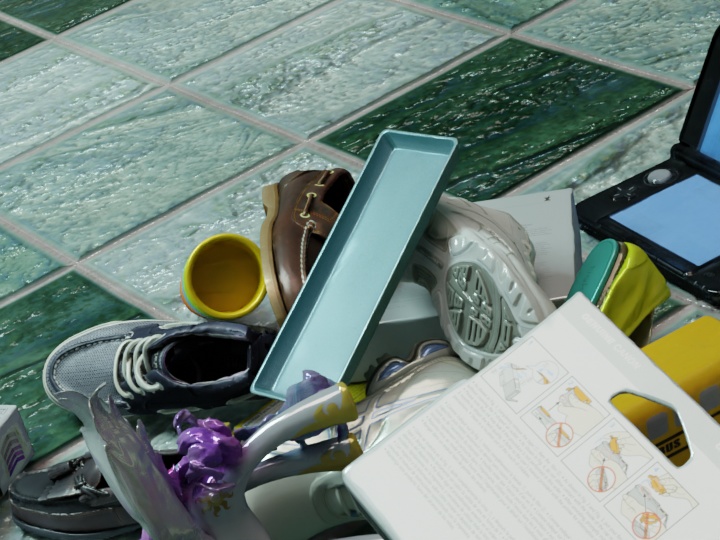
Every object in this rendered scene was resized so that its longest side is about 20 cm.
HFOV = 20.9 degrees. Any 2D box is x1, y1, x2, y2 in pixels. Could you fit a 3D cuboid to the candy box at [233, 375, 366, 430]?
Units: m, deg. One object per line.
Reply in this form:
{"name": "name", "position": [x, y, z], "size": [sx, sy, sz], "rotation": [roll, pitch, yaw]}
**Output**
{"name": "candy box", "position": [0.017, 0.080, 1.367], "size": [0.200, 0.027, 0.102], "rotation": [-34, 32, -33]}

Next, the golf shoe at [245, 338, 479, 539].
{"name": "golf shoe", "position": [0.001, 0.123, 1.225], "size": [0.200, 0.079, 0.097], "rotation": [-37, 36, -10]}

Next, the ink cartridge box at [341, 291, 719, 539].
{"name": "ink cartridge box", "position": [0.114, 0.130, 1.052], "size": [0.173, 0.044, 0.200], "rotation": [-36, 53, -10]}

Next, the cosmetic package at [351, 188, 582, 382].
{"name": "cosmetic package", "position": [0.059, 0.011, 1.392], "size": [0.198, 0.052, 0.151], "rotation": [-8, 33, 10]}

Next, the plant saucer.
{"name": "plant saucer", "position": [0.000, 0.000, 1.255], "size": [0.070, 0.019, 0.201], "rotation": [11, 69, 43]}

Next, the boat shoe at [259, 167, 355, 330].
{"name": "boat shoe", "position": [-0.031, -0.019, 1.359], "size": [0.070, 0.071, 0.200], "rotation": [-15, 30, 6]}

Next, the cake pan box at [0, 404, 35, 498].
{"name": "cake pan box", "position": [-0.349, 0.164, 1.365], "size": [0.199, 0.053, 0.184], "rotation": [0, 34, 25]}

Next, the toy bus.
{"name": "toy bus", "position": [0.188, 0.091, 1.214], "size": [0.199, 0.079, 0.065], "rotation": [-26, 30, -19]}

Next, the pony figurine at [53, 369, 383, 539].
{"name": "pony figurine", "position": [-0.088, 0.140, 1.149], "size": [0.199, 0.194, 0.167], "rotation": [-23, 3, -10]}

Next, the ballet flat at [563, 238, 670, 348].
{"name": "ballet flat", "position": [0.138, 0.074, 1.267], "size": [0.201, 0.067, 0.067], "rotation": [-56, 20, -11]}

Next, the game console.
{"name": "game console", "position": [0.268, -0.084, 1.450], "size": [0.175, 0.117, 0.200], "rotation": [-25, 30, -19]}

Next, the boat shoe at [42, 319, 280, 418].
{"name": "boat shoe", "position": [-0.147, 0.064, 1.384], "size": [0.199, 0.075, 0.093], "rotation": [-7, -10, 16]}

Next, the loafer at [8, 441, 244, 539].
{"name": "loafer", "position": [-0.149, 0.137, 1.304], "size": [0.199, 0.063, 0.072], "rotation": [-2, 31, 22]}

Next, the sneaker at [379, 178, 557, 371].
{"name": "sneaker", "position": [0.088, -0.001, 1.280], "size": [0.099, 0.078, 0.200], "rotation": [-3, 36, -35]}

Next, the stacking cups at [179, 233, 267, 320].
{"name": "stacking cups", "position": [-0.105, 0.005, 1.441], "size": [0.060, 0.061, 0.200], "rotation": [-19, 2, -8]}
